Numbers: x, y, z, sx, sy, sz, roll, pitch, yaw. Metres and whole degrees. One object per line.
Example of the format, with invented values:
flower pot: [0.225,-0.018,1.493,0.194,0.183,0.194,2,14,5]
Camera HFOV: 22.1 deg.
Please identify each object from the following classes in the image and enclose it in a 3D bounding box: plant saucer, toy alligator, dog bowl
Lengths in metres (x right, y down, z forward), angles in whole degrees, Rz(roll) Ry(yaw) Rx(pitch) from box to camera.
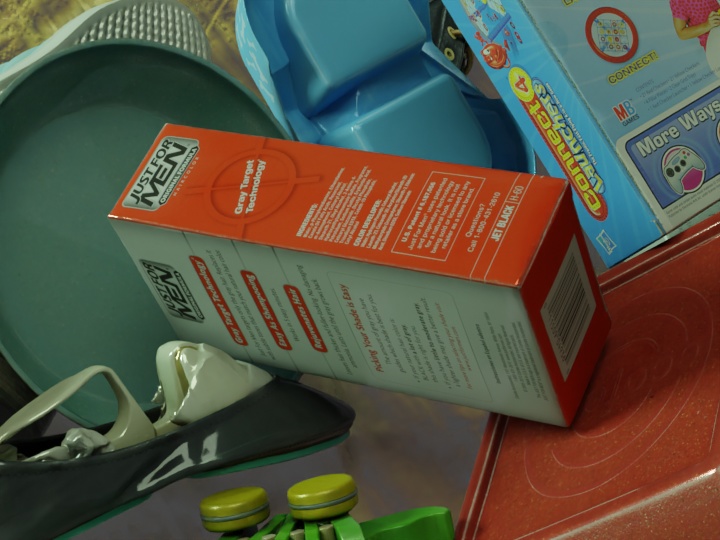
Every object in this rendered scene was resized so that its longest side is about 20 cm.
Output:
plant saucer: [-0.106,-0.011,0.891,0.199,0.036,0.201,11,71,-33]
toy alligator: [-0.059,0.129,0.789,0.199,0.060,0.054,-10,7,9]
plant saucer: [0.116,0.058,0.788,0.037,0.199,0.200,39,46,-21]
dog bowl: [0.008,-0.091,0.951,0.111,0.050,0.201,-30,89,-25]

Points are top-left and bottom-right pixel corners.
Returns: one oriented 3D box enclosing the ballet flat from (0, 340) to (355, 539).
ballet flat: [-0.092,0.070,0.814,0.199,0.073,0.073,-17,47,-27]

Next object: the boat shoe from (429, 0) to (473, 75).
boat shoe: [0.045,-0.136,1.051,0.200,0.071,0.091,-33,58,-18]

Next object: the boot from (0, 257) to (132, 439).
boot: [-0.175,-0.025,0.915,0.200,0.069,0.174,45,56,-12]

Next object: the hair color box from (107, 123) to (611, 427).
hair color box: [0.000,0.000,0.804,0.199,0.102,0.061,10,55,27]

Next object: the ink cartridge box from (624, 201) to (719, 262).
ink cartridge box: [0.239,-0.021,0.926,0.199,0.067,0.116,-11,47,-8]

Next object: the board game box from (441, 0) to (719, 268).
board game box: [0.148,-0.134,0.882,0.200,0.056,0.196,-30,86,-27]

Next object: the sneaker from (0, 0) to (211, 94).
sneaker: [-0.170,-0.098,1.023,0.082,0.074,0.200,-7,17,43]
